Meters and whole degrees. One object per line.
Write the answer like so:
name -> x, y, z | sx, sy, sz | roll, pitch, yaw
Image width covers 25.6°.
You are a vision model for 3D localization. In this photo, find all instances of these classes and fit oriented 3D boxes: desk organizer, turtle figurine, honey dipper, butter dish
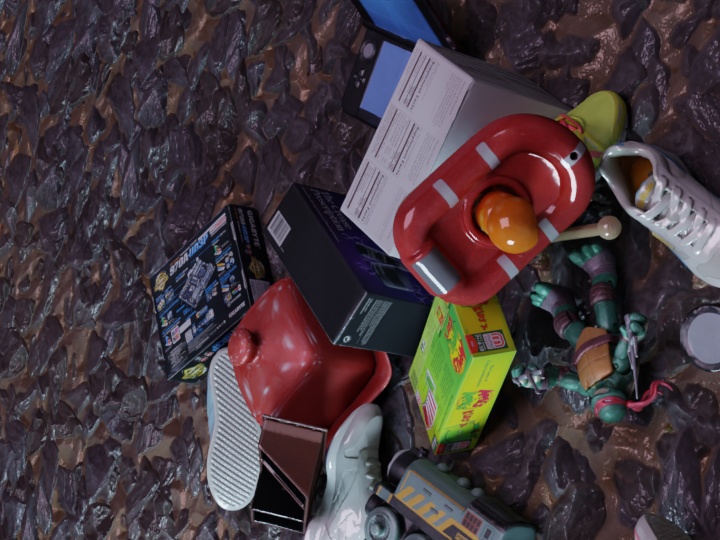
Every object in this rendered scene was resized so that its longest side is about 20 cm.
desk organizer -> -0.081, 0.228, 1.747 | 0.200, 0.072, 0.077 | 98, -174, -69
turtle figurine -> 0.218, 0.076, 1.506 | 0.150, 0.101, 0.200 | -30, 40, 23
honey dipper -> 0.198, -0.036, 1.553 | 0.200, 0.038, 0.038 | 170, 108, -70
butter dish -> -0.087, 0.096, 1.832 | 0.199, 0.148, 0.200 | -48, 47, 31

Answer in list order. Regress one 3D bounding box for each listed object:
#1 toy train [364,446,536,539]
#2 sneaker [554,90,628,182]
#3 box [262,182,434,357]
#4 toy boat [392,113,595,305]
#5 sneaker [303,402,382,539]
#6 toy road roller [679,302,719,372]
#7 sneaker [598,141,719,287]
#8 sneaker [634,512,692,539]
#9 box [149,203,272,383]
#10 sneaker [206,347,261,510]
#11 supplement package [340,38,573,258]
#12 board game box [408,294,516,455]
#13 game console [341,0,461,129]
toy train -> 0.089, 0.265, 1.625 | 0.200, 0.085, 0.114 | 34, 102, 41
sneaker -> 0.180, -0.115, 1.566 | 0.200, 0.090, 0.078 | -42, 39, -3
box -> 0.000, 0.000, 1.755 | 0.079, 0.141, 0.200 | -56, 44, 22
toy boat -> 0.133, -0.052, 1.471 | 0.200, 0.131, 0.131 | -43, 21, 0
sneaker -> 0.004, 0.249, 1.763 | 0.099, 0.075, 0.200 | 14, 90, 28
toy road roller -> 0.379, 0.040, 1.309 | 0.146, 0.123, 0.200 | 46, 118, 29
sneaker -> 0.295, -0.049, 1.457 | 0.200, 0.081, 0.077 | 48, 116, 43
sneaker -> 0.278, 0.316, 1.392 | 0.105, 0.075, 0.200 | -49, 51, 24
box -> -0.195, 0.032, 2.058 | 0.200, 0.046, 0.159 | -40, 53, 38
sneaker -> -0.155, 0.194, 1.971 | 0.082, 0.074, 0.200 | -178, 90, -86
supplement package -> 0.103, -0.112, 1.644 | 0.111, 0.156, 0.200 | 45, 116, 48
board game box -> 0.101, 0.094, 1.613 | 0.200, 0.048, 0.102 | 104, 153, -55
game console -> 0.024, -0.244, 1.803 | 0.200, 0.119, 0.173 | 34, 107, 49
